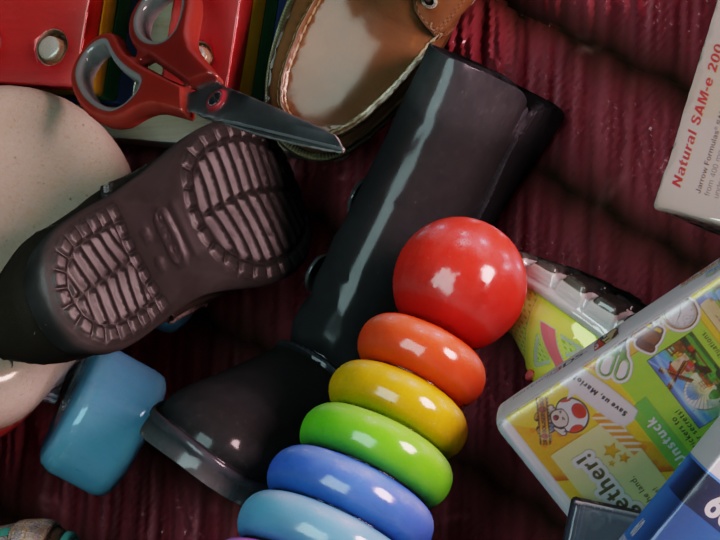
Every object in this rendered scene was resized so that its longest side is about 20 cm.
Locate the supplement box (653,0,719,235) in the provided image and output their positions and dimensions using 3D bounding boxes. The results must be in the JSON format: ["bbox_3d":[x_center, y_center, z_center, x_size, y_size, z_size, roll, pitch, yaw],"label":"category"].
[{"bbox_3d":[0.232,-0.053,1.086,0.200,0.074,0.126,18,90,27],"label":"supplement box"}]

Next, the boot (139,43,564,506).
[{"bbox_3d":[0.000,0.000,1.142,0.066,0.165,0.200,34,97,15],"label":"boot"}]

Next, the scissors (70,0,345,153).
[{"bbox_3d":[-0.067,-0.066,1.142,0.073,0.014,0.200,-46,38,2],"label":"scissors"}]

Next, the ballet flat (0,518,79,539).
[{"bbox_3d":[-0.140,0.194,1.187,0.067,0.068,0.200,-3,113,11],"label":"ballet flat"}]

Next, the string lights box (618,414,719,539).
[{"bbox_3d":[0.119,0.153,1.009,0.103,0.059,0.200,38,93,-1],"label":"string lights box"}]

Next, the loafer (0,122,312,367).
[{"bbox_3d":[-0.093,-0.011,1.151,0.071,0.200,0.073,-19,93,34],"label":"loafer"}]

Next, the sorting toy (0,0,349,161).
[{"bbox_3d":[-0.093,-0.161,1.265,0.200,0.070,0.199,6,83,27],"label":"sorting toy"}]

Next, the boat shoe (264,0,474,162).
[{"bbox_3d":[0.023,-0.138,1.179,0.072,0.068,0.200,33,86,-2],"label":"boat shoe"}]

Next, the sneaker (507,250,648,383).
[{"bbox_3d":[0.108,0.065,1.124,0.200,0.078,0.090,38,101,26],"label":"sneaker"}]

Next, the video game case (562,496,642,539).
[{"bbox_3d":[0.163,0.177,1.048,0.200,0.019,0.143,12,92,2],"label":"video game case"}]

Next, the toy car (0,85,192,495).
[{"bbox_3d":[-0.191,0.028,1.251,0.200,0.184,0.177,-48,17,52],"label":"toy car"}]

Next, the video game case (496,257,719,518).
[{"bbox_3d":[0.183,0.082,1.055,0.182,0.023,0.200,-35,104,16],"label":"video game case"}]

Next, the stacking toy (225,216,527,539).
[{"bbox_3d":[0.006,0.068,1.083,0.085,0.085,0.200,16,71,27],"label":"stacking toy"}]
